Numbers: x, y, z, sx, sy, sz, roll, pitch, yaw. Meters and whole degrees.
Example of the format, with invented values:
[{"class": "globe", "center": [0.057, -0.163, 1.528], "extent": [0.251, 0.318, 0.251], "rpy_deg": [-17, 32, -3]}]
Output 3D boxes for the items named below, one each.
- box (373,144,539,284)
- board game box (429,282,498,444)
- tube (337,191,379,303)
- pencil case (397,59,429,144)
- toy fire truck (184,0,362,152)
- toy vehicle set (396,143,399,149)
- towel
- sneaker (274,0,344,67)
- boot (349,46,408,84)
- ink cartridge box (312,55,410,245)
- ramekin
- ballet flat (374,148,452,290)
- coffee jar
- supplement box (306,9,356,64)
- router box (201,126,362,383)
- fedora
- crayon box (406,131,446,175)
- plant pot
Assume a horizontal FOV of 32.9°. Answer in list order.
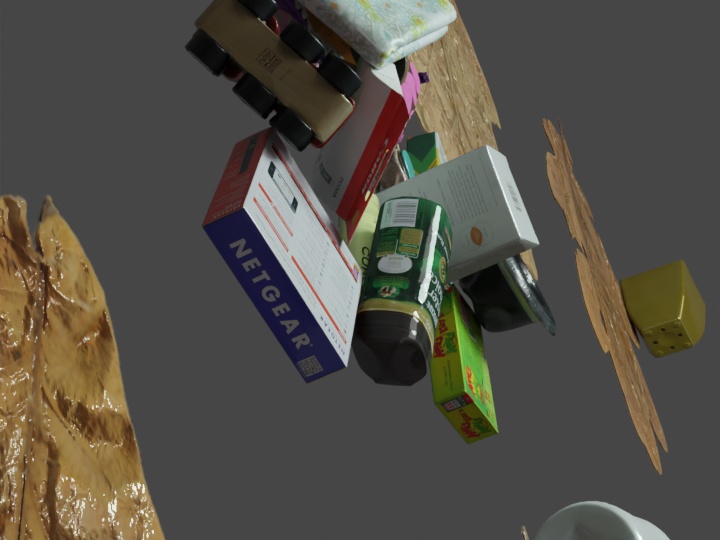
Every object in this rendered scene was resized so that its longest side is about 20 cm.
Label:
[{"class": "box", "center": [0.100, -0.053, 1.507], "extent": [0.097, 0.199, 0.125], "rpy_deg": [10, 59, -68]}, {"class": "board game box", "center": [0.131, 0.120, 1.633], "extent": [0.102, 0.047, 0.201], "rpy_deg": [51, 24, -39]}, {"class": "tube", "center": [0.000, 0.000, 1.414], "extent": [0.058, 0.052, 0.201], "rpy_deg": [14, 54, -19]}, {"class": "pencil case", "center": [0.034, -0.223, 1.625], "extent": [0.200, 0.090, 0.094], "rpy_deg": [-65, 136, -63]}, {"class": "toy fire truck", "center": [-0.077, -0.216, 1.299], "extent": [0.176, 0.129, 0.200], "rpy_deg": [41, -2, 1]}, {"class": "toy vehicle set", "center": [0.000, -0.213, 1.689], "extent": [0.200, 0.026, 0.125], "rpy_deg": [37, 35, -56]}, {"class": "towel", "center": [0.009, -0.320, 1.416], "extent": [0.171, 0.048, 0.200], "rpy_deg": [40, 36, 9]}, {"class": "sneaker", "center": [-0.094, -0.258, 1.421], "extent": [0.200, 0.080, 0.089], "rpy_deg": [44, 53, -39]}, {"class": "boot", "center": [0.023, -0.301, 1.525], "extent": [0.075, 0.073, 0.201], "rpy_deg": [32, 32, -57]}, {"class": "ink cartridge box", "center": [-0.004, -0.140, 1.354], "extent": [0.050, 0.162, 0.200], "rpy_deg": [21, 22, -10]}, {"class": "ramekin", "center": [0.304, 0.396, 1.567], "extent": [0.098, 0.200, 0.201], "rpy_deg": [39, 32, -41]}, {"class": "ballet flat", "center": [0.061, -0.060, 1.619], "extent": [0.068, 0.067, 0.201], "rpy_deg": [17, 53, -74]}, {"class": "coffee jar", "center": [0.047, 0.024, 1.352], "extent": [0.105, 0.085, 0.201], "rpy_deg": [72, 26, -51]}, {"class": "supplement box", "center": [-0.063, -0.315, 1.535], "extent": [0.200, 0.066, 0.069], "rpy_deg": [37, 32, -42]}, {"class": "router box", "center": [-0.072, -0.019, 1.229], "extent": [0.201, 0.049, 0.180], "rpy_deg": [59, 20, -24]}, {"class": "fedora", "center": [0.195, 0.029, 1.704], "extent": [0.201, 0.091, 0.201], "rpy_deg": [57, 10, -16]}, {"class": "crayon box", "center": [0.106, -0.093, 1.767], "extent": [0.201, 0.050, 0.127], "rpy_deg": [-89, 163, -51]}, {"class": "plant pot", "center": [0.858, 0.128, 3.437], "extent": [0.196, 0.193, 0.201], "rpy_deg": [56, 26, -29]}]
